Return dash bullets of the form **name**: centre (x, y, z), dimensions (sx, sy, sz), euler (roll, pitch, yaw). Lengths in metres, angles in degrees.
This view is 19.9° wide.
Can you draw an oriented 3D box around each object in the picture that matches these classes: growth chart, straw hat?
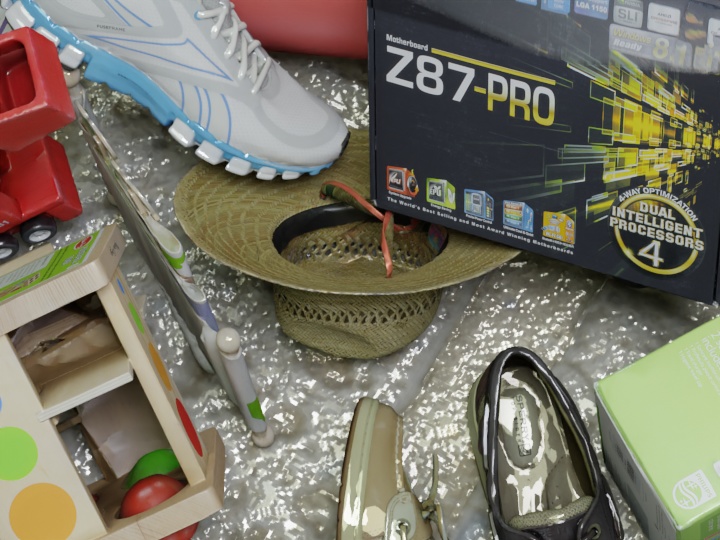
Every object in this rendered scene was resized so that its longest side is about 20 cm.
- **growth chart**: centre (-0.106, -0.009, 1.096), dimensions (0.018, 0.145, 0.200), euler (-29, 67, -10)
- **straw hat**: centre (0.000, 0.000, 1.098), dimensions (0.201, 0.085, 0.201), euler (2, 30, -1)

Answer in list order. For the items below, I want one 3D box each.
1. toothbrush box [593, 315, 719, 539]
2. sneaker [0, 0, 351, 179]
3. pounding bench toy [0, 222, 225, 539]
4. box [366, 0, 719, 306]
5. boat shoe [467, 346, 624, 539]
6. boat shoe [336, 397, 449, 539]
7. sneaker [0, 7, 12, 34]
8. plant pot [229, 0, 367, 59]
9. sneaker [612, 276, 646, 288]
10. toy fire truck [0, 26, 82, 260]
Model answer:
- **toothbrush box**: centre (0.223, 0.064, 1.017), dimensions (0.200, 0.146, 0.086), euler (-28, 68, -1)
- **sneaker**: centre (-0.087, -0.122, 1.075), dimensions (0.200, 0.087, 0.075), euler (29, 35, -11)
- **pounding bench toy**: centre (-0.153, 0.073, 1.090), dimensions (0.124, 0.200, 0.156), euler (-25, 100, 2)
- **box**: centre (0.098, -0.084, 0.999), dimensions (0.200, 0.162, 0.049), euler (19, 36, 26)
- **boat shoe**: centre (0.097, 0.134, 1.053), dimensions (0.073, 0.065, 0.200), euler (-19, 70, 0)
- **boat shoe**: centre (0.019, 0.165, 1.057), dimensions (0.063, 0.073, 0.201), euler (-1, 82, 1)
- **sneaker**: centre (-0.222, -0.158, 1.207), dimensions (0.114, 0.073, 0.201), euler (8, 62, 15)
- **plant pot**: centre (-0.017, -0.204, 1.133), dimensions (0.177, 0.200, 0.201), euler (-4, 70, 16)
- **sneaker**: centre (0.138, -0.086, 1.128), dimensions (0.115, 0.075, 0.200), euler (14, 63, 18)
- **toy fire truck**: centre (-0.222, -0.047, 1.090), dimensions (0.200, 0.141, 0.049), euler (-25, 68, 15)
